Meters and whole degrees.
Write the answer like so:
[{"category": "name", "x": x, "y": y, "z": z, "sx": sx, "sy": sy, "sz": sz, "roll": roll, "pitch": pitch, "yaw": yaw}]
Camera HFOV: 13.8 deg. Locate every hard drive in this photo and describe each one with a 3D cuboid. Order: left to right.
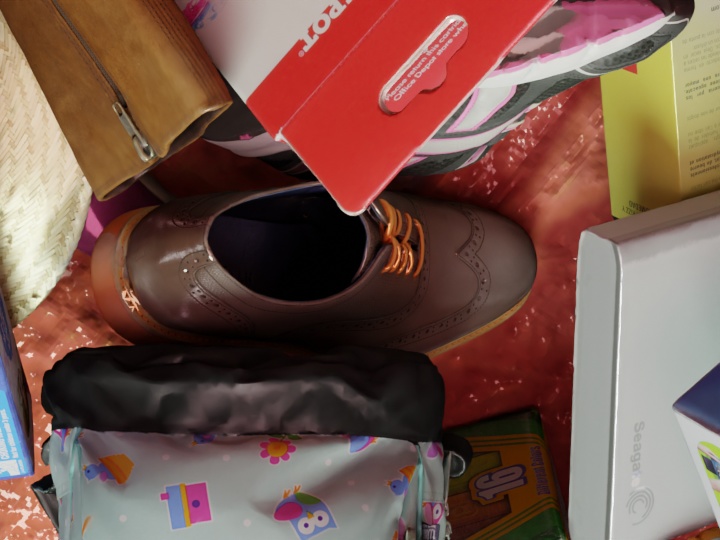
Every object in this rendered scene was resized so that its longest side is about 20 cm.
[{"category": "hard drive", "x": 0.167, "y": 0.025, "z": 1.152, "sx": 0.200, "sy": 0.026, "sz": 0.132, "roll": -16, "pitch": 118, "yaw": -33}]

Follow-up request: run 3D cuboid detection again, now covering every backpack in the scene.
[{"category": "backpack", "x": -0.045, "y": 0.128, "z": 1.067, "sx": 0.167, "sy": 0.127, "sz": 0.200, "roll": 0, "pitch": 82, "yaw": 4}]

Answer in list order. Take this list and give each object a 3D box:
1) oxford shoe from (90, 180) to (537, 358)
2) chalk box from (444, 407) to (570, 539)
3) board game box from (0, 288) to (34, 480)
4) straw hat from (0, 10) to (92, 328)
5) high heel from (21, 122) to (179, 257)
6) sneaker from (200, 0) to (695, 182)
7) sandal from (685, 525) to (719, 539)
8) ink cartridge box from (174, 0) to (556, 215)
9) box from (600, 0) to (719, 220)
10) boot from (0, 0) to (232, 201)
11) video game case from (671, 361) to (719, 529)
[{"category": "oxford shoe", "x": 0.000, "y": 0.000, "z": 1.122, "sx": 0.200, "sy": 0.073, "sz": 0.071, "roll": -4, "pitch": 80, "yaw": -39}, {"category": "chalk box", "x": -0.004, "y": 0.156, "z": 1.205, "sx": 0.200, "sy": 0.124, "sz": 0.124, "roll": -15, "pitch": 114, "yaw": 3}, {"category": "board game box", "x": -0.228, "y": 0.020, "z": 1.059, "sx": 0.199, "sy": 0.041, "sz": 0.200, "roll": -7, "pitch": 145, "yaw": -1}, {"category": "straw hat", "x": -0.204, "y": -0.037, "z": 1.103, "sx": 0.201, "sy": 0.085, "sz": 0.201, "roll": 4, "pitch": 105, "yaw": 15}, {"category": "high heel", "x": -0.081, "y": 0.012, "z": 1.168, "sx": 0.096, "sy": 0.067, "sz": 0.200, "roll": -26, "pitch": 98, "yaw": -2}, {"category": "sneaker", "x": 0.039, "y": -0.080, "z": 1.116, "sx": 0.200, "sy": 0.080, "sz": 0.086, "roll": -11, "pitch": 150, "yaw": 32}, {"category": "sandal", "x": 0.167, "y": 0.135, "z": 1.170, "sx": 0.059, "sy": 0.207, "sz": 0.079, "roll": 28, "pitch": 122, "yaw": 30}, {"category": "ink cartridge box", "x": -0.007, "y": -0.119, "z": 1.049, "sx": 0.116, "sy": 0.200, "sz": 0.067, "roll": -47, "pitch": 151, "yaw": 17}, {"category": "box", "x": 0.128, "y": -0.106, "z": 1.122, "sx": 0.075, "sy": 0.050, "sz": 0.200, "roll": -22, "pitch": 118, "yaw": -29}, {"category": "boot", "x": -0.106, "y": -0.135, "z": 1.014, "sx": 0.068, "sy": 0.188, "sz": 0.200, "roll": -24, "pitch": 81, "yaw": -32}, {"category": "video game case", "x": 0.221, "y": 0.058, "z": 1.102, "sx": 0.200, "sy": 0.045, "sz": 0.181, "roll": -40, "pitch": 131, "yaw": -18}]
